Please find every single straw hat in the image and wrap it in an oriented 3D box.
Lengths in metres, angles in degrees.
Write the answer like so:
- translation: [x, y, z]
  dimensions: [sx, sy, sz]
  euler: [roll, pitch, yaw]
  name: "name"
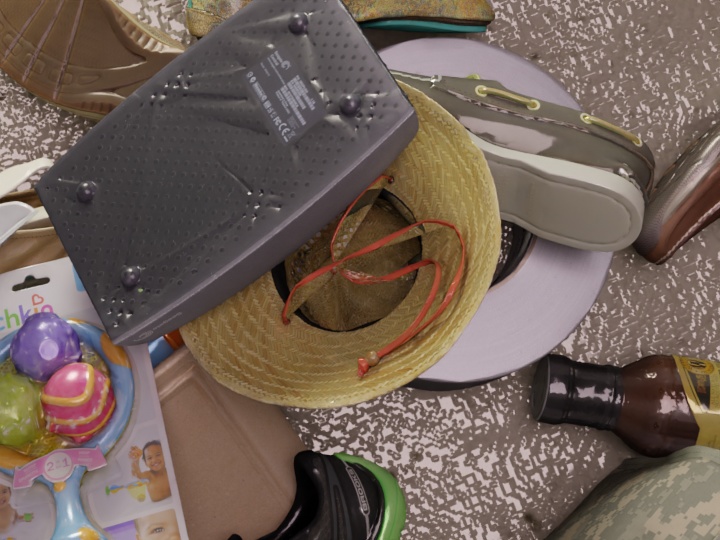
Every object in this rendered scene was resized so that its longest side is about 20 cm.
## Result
- translation: [0.000, 0.000, 1.113]
  dimensions: [0.199, 0.085, 0.203]
  euler: [-11, 64, 24]
  name: "straw hat"

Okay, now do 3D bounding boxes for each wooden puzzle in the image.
- translation: [-0.108, 0.159, 1.154]
  dimensions: [0.200, 0.037, 0.186]
  euler: [-40, 110, -15]
  name: "wooden puzzle"

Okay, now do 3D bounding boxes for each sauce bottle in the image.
- translation: [0.201, 0.085, 1.216]
  dimensions: [0.198, 0.065, 0.065]
  euler: [8, 81, -9]
  name: "sauce bottle"

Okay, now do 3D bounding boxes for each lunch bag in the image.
- translation: [0.155, 0.187, 1.127]
  dimensions: [0.164, 0.200, 0.118]
  euler: [-44, 90, -12]
  name: "lunch bag"

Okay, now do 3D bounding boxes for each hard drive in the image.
- translation: [-0.070, -0.058, 1.097]
  dimensions: [0.199, 0.042, 0.135]
  euler: [-38, 56, 7]
  name: "hard drive"

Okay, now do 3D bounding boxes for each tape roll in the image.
- translation: [0.048, -0.031, 1.209]
  dimensions: [0.198, 0.066, 0.203]
  euler: [1, 81, -8]
  name: "tape roll"

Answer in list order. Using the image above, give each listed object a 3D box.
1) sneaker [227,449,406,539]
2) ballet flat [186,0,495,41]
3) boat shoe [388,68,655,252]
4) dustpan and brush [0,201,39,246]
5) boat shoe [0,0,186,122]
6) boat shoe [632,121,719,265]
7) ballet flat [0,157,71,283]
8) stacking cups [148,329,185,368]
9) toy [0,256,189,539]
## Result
- translation: [-0.050, 0.189, 1.130]
  dimensions: [0.083, 0.077, 0.201]
  euler: [31, 74, -17]
  name: "sneaker"
- translation: [-0.007, -0.164, 1.179]
  dimensions: [0.198, 0.071, 0.071]
  euler: [-7, 83, -28]
  name: "ballet flat"
- translation: [0.067, -0.073, 1.152]
  dimensions: [0.200, 0.072, 0.061]
  euler: [20, 51, 6]
  name: "boat shoe"
- translation: [-0.278, 0.022, 1.109]
  dimensions: [0.057, 0.200, 0.140]
  euler: [50, 37, -5]
  name: "dustpan and brush"
- translation: [-0.138, -0.112, 1.194]
  dimensions: [0.199, 0.065, 0.072]
  euler: [29, 85, 13]
  name: "boat shoe"
- translation: [0.247, -0.069, 1.241]
  dimensions: [0.200, 0.076, 0.072]
  euler: [-43, 92, -10]
  name: "boat shoe"
- translation: [-0.155, -0.038, 1.172]
  dimensions: [0.198, 0.069, 0.064]
  euler: [-18, 121, -10]
  name: "ballet flat"
- translation: [-0.131, 0.047, 1.169]
  dimensions: [0.061, 0.061, 0.200]
  euler: [45, 81, 0]
  name: "stacking cups"
- translation: [-0.164, 0.078, 1.091]
  dimensions: [0.114, 0.047, 0.202]
  euler: [-15, 66, -1]
  name: "toy"
